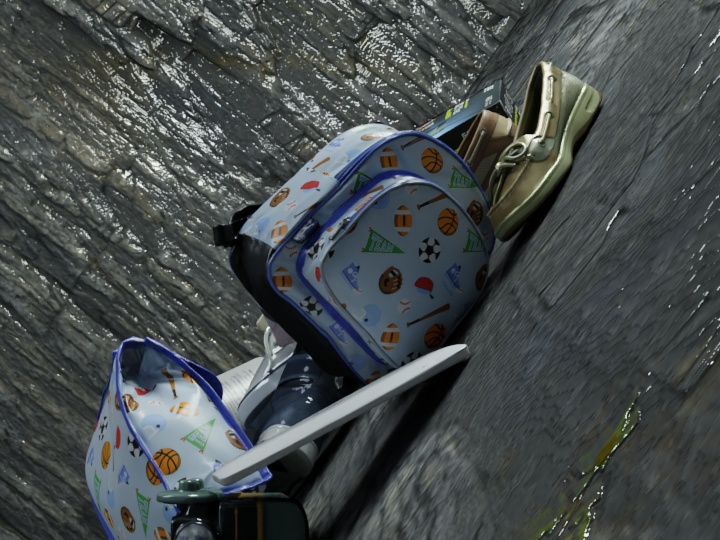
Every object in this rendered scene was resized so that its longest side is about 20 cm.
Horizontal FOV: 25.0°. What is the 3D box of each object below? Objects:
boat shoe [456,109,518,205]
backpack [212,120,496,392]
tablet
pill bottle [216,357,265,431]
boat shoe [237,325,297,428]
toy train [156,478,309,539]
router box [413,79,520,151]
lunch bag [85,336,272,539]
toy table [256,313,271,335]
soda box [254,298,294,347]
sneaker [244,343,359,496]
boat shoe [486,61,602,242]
[{"bbox_3d":[0.088,-0.071,1.592,0.201,0.074,0.076,-54,14,8],"label":"boat shoe"},{"bbox_3d":[0.014,-0.021,1.309,0.154,0.200,0.191,13,60,50],"label":"backpack"},{"bbox_3d":[-0.018,0.105,1.188,0.199,0.014,0.130,-27,-2,-10],"label":"tablet"},{"bbox_3d":[-0.165,0.180,1.705,0.199,0.115,0.114,-24,-10,-24],"label":"pill bottle"},{"bbox_3d":[-0.064,0.068,1.644,0.202,0.086,0.074,-48,-32,17],"label":"boat shoe"},{"bbox_3d":[-0.096,0.203,1.239,0.200,0.113,0.086,110,161,-83],"label":"toy train"},{"bbox_3d":[0.104,-0.136,1.775,0.149,0.062,0.200,-29,9,11],"label":"router box"},{"bbox_3d":[-0.184,0.184,1.529,0.123,0.200,0.171,-16,-37,-35],"label":"lunch bag"},{"bbox_3d":[-0.025,0.028,1.904,0.201,0.117,0.184,-54,3,-17],"label":"toy table"},{"bbox_3d":[0.000,0.000,1.542,0.199,0.069,0.064,-24,12,15],"label":"soda box"},{"bbox_3d":[-0.070,0.147,1.584,0.202,0.077,0.147,-38,22,56],"label":"sneaker"},{"bbox_3d":[0.140,-0.100,1.335,0.073,0.063,0.201,-50,5,49],"label":"boat shoe"}]
